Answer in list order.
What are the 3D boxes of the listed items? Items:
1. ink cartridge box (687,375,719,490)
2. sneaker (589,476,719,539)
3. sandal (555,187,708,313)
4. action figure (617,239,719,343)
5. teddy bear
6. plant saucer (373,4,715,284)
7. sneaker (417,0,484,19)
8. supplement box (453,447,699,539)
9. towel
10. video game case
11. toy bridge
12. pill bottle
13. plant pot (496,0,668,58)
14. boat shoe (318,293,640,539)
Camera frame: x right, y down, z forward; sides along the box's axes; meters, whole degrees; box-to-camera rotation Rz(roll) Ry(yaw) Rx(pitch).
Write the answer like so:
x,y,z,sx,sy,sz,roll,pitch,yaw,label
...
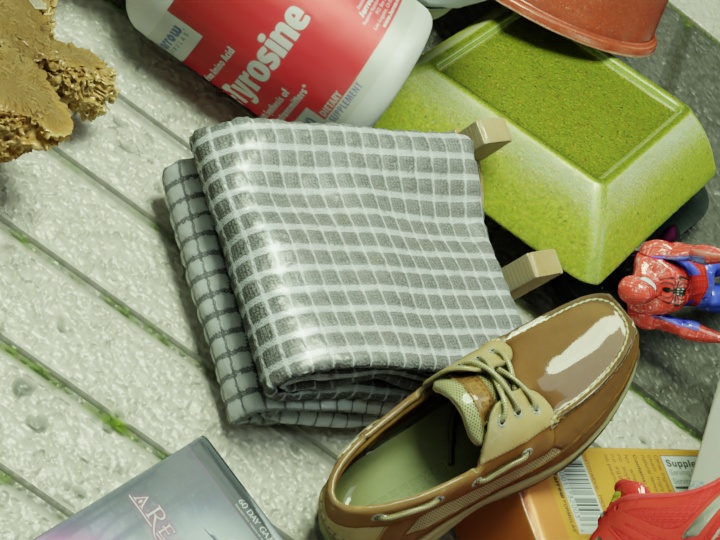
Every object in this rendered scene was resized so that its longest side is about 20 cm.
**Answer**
x,y,z,sx,sy,sz,roll,pitch,yaw,label
0.266,0.168,1.028,0.145,0.146,0.202,25,78,-32,ink cartridge box
0.140,0.153,0.987,0.077,0.199,0.085,34,32,-56,sneaker
0.185,-0.032,1.273,0.075,0.048,0.201,43,42,-1,sandal
0.243,0.012,1.228,0.098,0.066,0.199,18,15,40,action figure
-0.205,-0.126,1.041,0.144,0.067,0.201,12,44,-43,teddy bear
0.123,-0.101,1.242,0.199,0.048,0.199,36,40,14,plant saucer
0.048,-0.194,1.198,0.070,0.199,0.074,9,87,-41,sneaker
0.150,0.144,1.092,0.199,0.067,0.069,7,51,-35,supplement box
0.000,0.000,1.075,0.199,0.086,0.167,0,58,-38,towel
-0.099,0.177,0.905,0.143,0.019,0.200,52,43,8,video game case
0.090,0.007,1.149,0.027,0.067,0.202,-9,74,-41,toy bridge
-0.066,-0.163,1.134,0.199,0.112,0.113,34,42,-10,pill bottle
0.160,-0.282,1.299,0.199,0.196,0.201,24,23,-11,plant pot
0.063,0.081,0.995,0.199,0.074,0.076,-38,66,-11,boat shoe
